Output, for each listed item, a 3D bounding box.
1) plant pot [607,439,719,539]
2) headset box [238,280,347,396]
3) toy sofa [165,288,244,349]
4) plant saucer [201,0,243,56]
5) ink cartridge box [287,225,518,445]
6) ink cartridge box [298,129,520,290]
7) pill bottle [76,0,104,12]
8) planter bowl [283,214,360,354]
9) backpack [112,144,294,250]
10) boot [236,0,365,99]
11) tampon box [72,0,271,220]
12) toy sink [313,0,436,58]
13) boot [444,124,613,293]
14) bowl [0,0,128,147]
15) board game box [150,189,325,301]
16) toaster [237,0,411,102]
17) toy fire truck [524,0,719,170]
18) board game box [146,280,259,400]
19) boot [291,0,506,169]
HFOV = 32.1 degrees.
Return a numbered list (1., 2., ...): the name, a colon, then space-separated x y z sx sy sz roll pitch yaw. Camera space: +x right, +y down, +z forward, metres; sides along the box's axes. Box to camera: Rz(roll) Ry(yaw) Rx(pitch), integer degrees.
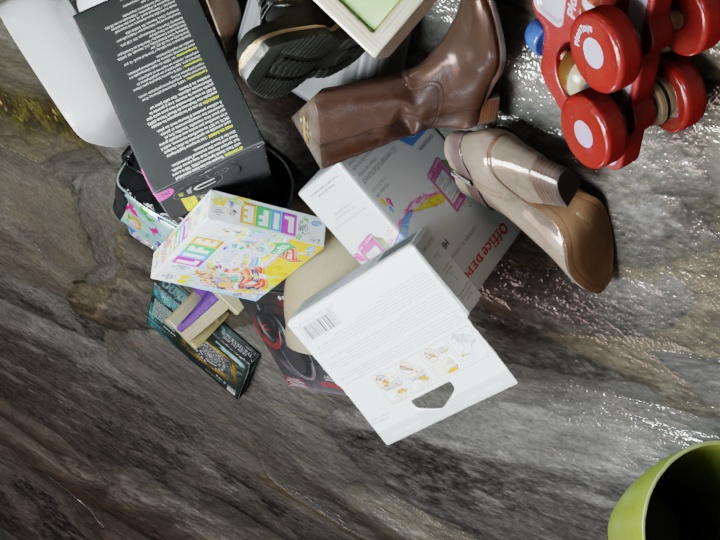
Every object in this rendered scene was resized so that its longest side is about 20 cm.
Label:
1. plant pot: 0.356 0.290 1.387 0.187 0.187 0.200 43 164 -1
2. headset box: -0.061 0.082 1.681 0.147 0.075 0.202 5 132 45
3. toy sofa: -0.216 0.030 1.788 0.098 0.083 0.200 45 149 -6
4. plant saucer: -0.164 -0.320 1.281 0.200 0.034 0.203 157 91 -86
5. ink cartridge box: 0.046 0.071 1.275 0.199 0.044 0.174 -31 104 40
6. ink cartridge box: 0.056 -0.060 1.310 0.200 0.145 0.084 49 140 -9
7. pill bottle: -0.250 -0.287 1.422 0.111 0.112 0.202 2 130 47
8. planter bowl: 0.000 0.000 1.427 0.198 0.199 0.137 5 111 45
9. backpack: -0.185 -0.089 1.526 0.198 0.179 0.151 28 150 5
10. boot: -0.079 -0.226 1.062 0.077 0.200 0.139 -41 85 25
11. tampon box: -0.190 -0.177 1.295 0.150 0.125 0.202 95 150 -82
12. toy sink: 0.035 -0.288 0.993 0.130 0.200 0.112 43 -168 -1
13. boot: 0.167 -0.066 1.258 0.145 0.070 0.201 22 152 41
14. bowl: -0.330 -0.252 1.513 0.201 0.074 0.200 58 -172 1
15. board game box: -0.139 -0.023 1.383 0.133 0.035 0.200 13 156 -22
16. toaster: -0.026 -0.239 1.224 0.199 0.114 0.130 36 146 14
17. toy fire truck: 0.201 -0.193 1.048 0.168 0.111 0.202 52 157 35
18. board game box: -0.250 0.105 1.968 0.199 0.028 0.136 39 148 8
19. boot: 0.031 -0.179 1.156 0.188 0.197 0.065 84 172 -49
